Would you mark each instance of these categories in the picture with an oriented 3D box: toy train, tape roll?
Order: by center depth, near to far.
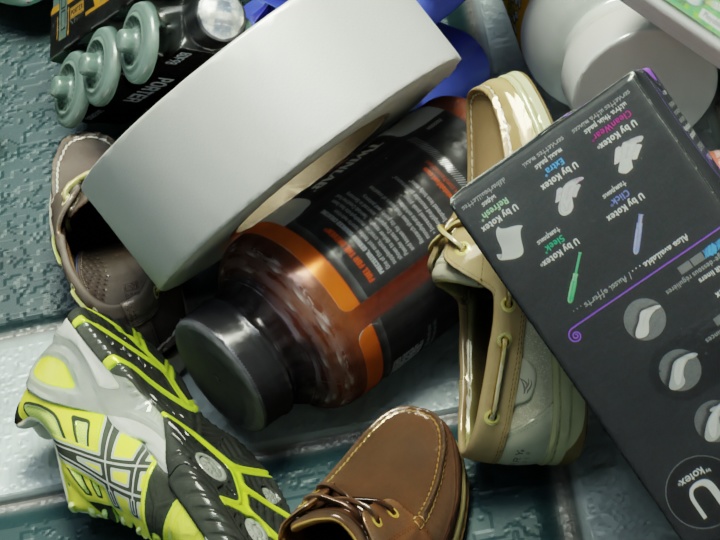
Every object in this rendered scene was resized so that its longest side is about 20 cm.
[{"bbox_3d":[-0.046,-0.076,1.411,0.202,0.202,0.071,-37,87,-24],"label":"tape roll"},{"bbox_3d":[-0.121,-0.146,1.552,0.085,0.200,0.114,5,77,-26],"label":"toy train"}]

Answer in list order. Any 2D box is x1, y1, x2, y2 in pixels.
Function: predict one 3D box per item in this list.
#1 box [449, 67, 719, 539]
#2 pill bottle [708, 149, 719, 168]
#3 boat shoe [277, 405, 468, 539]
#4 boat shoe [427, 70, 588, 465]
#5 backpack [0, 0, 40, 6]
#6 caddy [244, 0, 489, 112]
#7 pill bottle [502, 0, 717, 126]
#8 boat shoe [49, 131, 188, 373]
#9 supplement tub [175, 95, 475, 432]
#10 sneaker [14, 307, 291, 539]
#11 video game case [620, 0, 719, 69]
[{"bbox_3d":[0.144,0.016,1.256,0.106,0.200,0.122,-35,-1,11],"label":"box"},{"bbox_3d":[0.211,-0.010,1.369,0.200,0.112,0.112,-10,42,5],"label":"pill bottle"},{"bbox_3d":[-0.002,0.135,1.301,0.072,0.068,0.200,9,47,23],"label":"boat shoe"},{"bbox_3d":[0.069,-0.001,1.352,0.066,0.074,0.200,-4,80,-15],"label":"boat shoe"},{"bbox_3d":[-0.172,-0.255,1.716,0.200,0.127,0.167,-27,15,-19],"label":"backpack"},{"bbox_3d":[-0.019,-0.149,1.560,0.105,0.141,0.200,-34,45,-26],"label":"caddy"},{"bbox_3d":[0.138,-0.162,1.552,0.113,0.113,0.200,-14,42,-1],"label":"pill bottle"},{"bbox_3d":[-0.139,-0.020,1.511,0.072,0.060,0.200,-16,42,-2],"label":"boat shoe"},{"bbox_3d":[0.000,0.000,1.418,0.200,0.107,0.107,-36,47,-24],"label":"supplement tub"},{"bbox_3d":[-0.103,0.107,1.371,0.076,0.075,0.200,-51,52,14],"label":"sneaker"},{"bbox_3d":[0.257,-0.168,1.473,0.200,0.022,0.182,33,67,-9],"label":"video game case"}]
